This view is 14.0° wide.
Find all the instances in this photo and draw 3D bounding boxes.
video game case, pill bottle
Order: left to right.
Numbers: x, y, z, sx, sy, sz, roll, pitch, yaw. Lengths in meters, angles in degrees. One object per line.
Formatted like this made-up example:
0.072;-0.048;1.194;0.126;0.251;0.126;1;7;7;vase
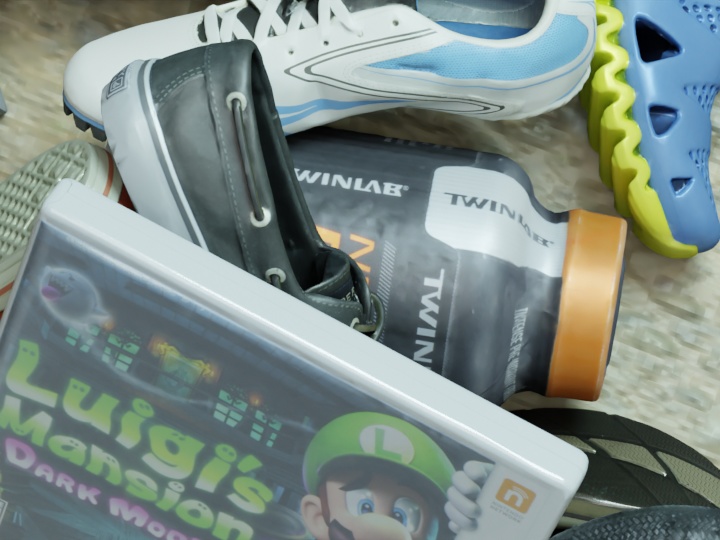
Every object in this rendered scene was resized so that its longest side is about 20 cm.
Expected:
-0.043;0.081;1.014;0.199;0.023;0.182;28;131;3;video game case
0.000;0.000;1.116;0.199;0.106;0.107;8;85;4;pill bottle

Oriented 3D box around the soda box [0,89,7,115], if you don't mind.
-0.205;-0.148;1.161;0.068;0.063;0.201;-19;84;4;soda box

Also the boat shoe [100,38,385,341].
-0.025;0.012;1.028;0.056;0.069;0.201;-19;111;18;boat shoe

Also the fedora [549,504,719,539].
0.115;0.177;1.094;0.199;0.092;0.202;2;96;14;fedora

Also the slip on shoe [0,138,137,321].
-0.145;0.022;1.067;0.200;0.074;0.061;-31;126;31;slip on shoe

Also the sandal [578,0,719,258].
0.121;-0.106;1.135;0.087;0.079;0.201;-8;86;-1;sandal

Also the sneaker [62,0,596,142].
-0.012;-0.087;1.075;0.199;0.072;0.073;-7;129;-3;sneaker

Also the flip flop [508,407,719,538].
0.050;0.096;1.125;0.199;0.081;0.058;-2;114;-1;flip flop
